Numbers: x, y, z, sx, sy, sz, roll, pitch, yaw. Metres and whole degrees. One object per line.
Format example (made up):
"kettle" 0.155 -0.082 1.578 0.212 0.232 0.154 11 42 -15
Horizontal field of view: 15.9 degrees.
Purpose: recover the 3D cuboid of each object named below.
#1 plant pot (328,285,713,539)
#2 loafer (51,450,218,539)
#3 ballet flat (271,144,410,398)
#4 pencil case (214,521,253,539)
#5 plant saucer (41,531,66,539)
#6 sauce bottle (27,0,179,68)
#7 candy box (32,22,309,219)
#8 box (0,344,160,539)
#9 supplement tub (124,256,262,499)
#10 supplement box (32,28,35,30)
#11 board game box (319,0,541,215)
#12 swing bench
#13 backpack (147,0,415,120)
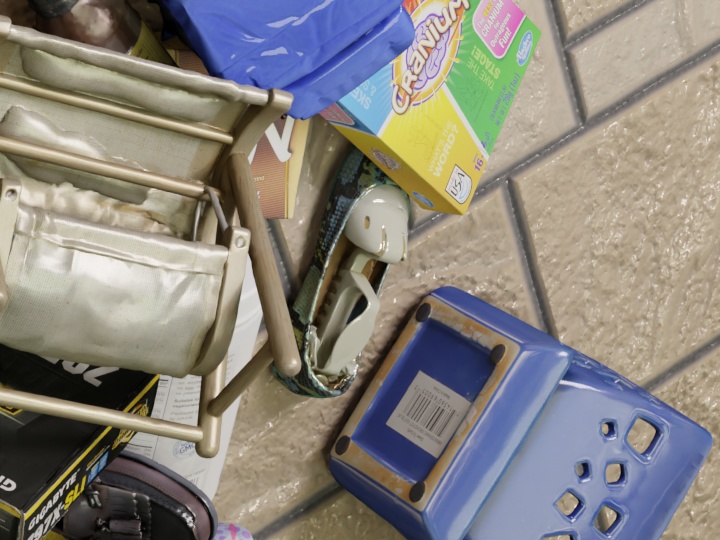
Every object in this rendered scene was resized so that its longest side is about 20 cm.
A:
"plant pot" 0.104 0.135 1.884 0.179 0.200 0.201 35 87 -33
"loafer" -0.190 0.147 1.641 0.063 0.199 0.072 -49 151 -51
"ballet flat" 0.000 0.000 1.835 0.074 0.074 0.201 13 100 -38
"pencil case" -0.157 0.230 1.727 0.199 0.083 0.091 -13 122 -35
"plant saucer" -0.200 0.240 1.784 0.199 0.048 0.201 17 98 -43
"sauce bottle" -0.159 -0.136 1.592 0.065 0.065 0.200 -46 132 -12
"candy box" -0.129 -0.097 1.714 0.199 0.056 0.117 1 107 -34
"box" -0.246 0.075 1.569 0.160 0.199 0.050 -47 158 -48
"supplement tub" -0.139 0.061 1.688 0.131 0.132 0.201 -9 132 -32
"supplement box" -0.290 -0.081 1.547 0.199 0.085 0.111 -13 103 -47
"board game box" 0.037 -0.150 1.778 0.200 0.040 0.154 39 70 -48
"swing bench" -0.150 -0.020 1.496 0.198 0.201 0.130 14 145 -26
"backpack" -0.066 -0.201 1.628 0.162 0.200 0.168 -31 128 -5
